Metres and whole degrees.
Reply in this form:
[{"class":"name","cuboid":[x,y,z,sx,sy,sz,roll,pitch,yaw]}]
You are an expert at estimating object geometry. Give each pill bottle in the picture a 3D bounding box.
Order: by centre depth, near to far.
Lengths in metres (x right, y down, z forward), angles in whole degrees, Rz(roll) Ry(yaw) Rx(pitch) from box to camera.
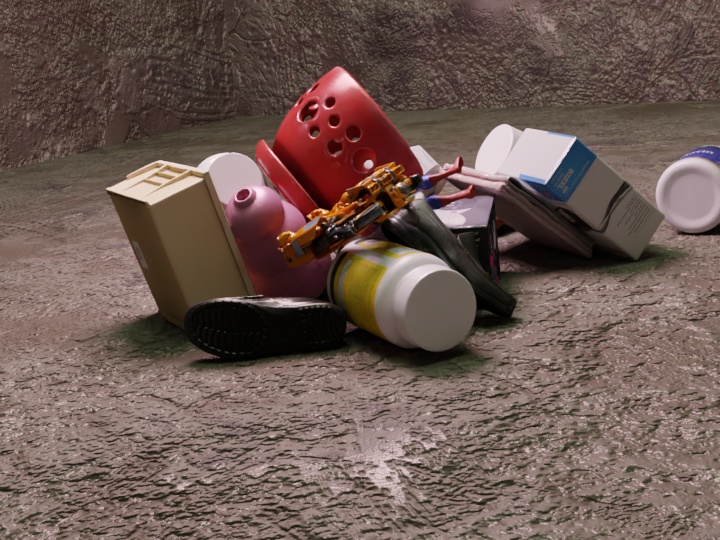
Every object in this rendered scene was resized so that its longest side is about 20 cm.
[{"class":"pill bottle","cuboid":[0.048,0.029,1.399,0.113,0.116,0.200,-12,15,-23]},{"class":"pill bottle","cuboid":[-0.195,-0.096,1.662,0.111,0.114,0.200,-11,-12,-19]},{"class":"pill bottle","cuboid":[0.287,-0.146,1.840,0.199,0.114,0.113,25,1,-24]},{"class":"pill bottle","cuboid":[0.548,-0.135,1.853,0.115,0.117,0.200,1,15,28]}]

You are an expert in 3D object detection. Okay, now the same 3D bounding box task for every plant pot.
[{"class":"plant pot","cuboid":[-0.036,-0.158,1.667,0.182,0.201,0.200,-41,15,2]}]

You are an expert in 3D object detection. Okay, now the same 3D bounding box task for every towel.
[{"class":"towel","cuboid":[0.236,-0.093,1.746,0.199,0.032,0.191,34,-4,-26]}]

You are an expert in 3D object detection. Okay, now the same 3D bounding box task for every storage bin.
[{"class":"storage bin","cuboid":[-0.244,-0.032,1.571,0.093,0.202,0.198,-28,22,-22]}]

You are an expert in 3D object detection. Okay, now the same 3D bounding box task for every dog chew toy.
[{"class":"dog chew toy","cuboid":[-0.117,-0.037,1.562,0.123,0.201,0.125,-12,49,15]}]

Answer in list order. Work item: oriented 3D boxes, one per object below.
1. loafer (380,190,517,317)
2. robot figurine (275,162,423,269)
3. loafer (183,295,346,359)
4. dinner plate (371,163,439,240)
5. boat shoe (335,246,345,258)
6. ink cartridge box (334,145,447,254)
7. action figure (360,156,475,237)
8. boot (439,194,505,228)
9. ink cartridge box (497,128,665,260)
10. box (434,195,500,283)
[{"class":"loafer","cuboid":[0.122,-0.020,1.458,0.072,0.200,0.073,-50,-4,-10]},{"class":"robot figurine","cuboid":[-0.013,-0.070,1.447,0.199,0.058,0.145,-30,7,44]},{"class":"loafer","cuboid":[-0.117,0.067,1.432,0.198,0.074,0.071,2,8,-2]},{"class":"dinner plate","cuboid":[0.064,-0.077,1.773,0.024,0.201,0.200,40,26,8]},{"class":"boat shoe","cuboid":[0.000,0.000,1.626,0.074,0.074,0.200,-7,14,-4]},{"class":"ink cartridge box","cuboid":[0.032,-0.111,1.867,0.084,0.145,0.199,46,33,19]},{"class":"action figure","cuboid":[0.056,-0.100,1.547,0.198,0.066,0.099,-19,19,21]},{"class":"boot","cuboid":[0.176,-0.104,1.989,0.154,0.074,0.200,-15,29,-30]},{"class":"ink cartridge box","cuboid":[0.320,-0.111,1.692,0.199,0.084,0.145,36,-4,-24]},{"class":"box","cuboid":[0.120,-0.028,1.600,0.131,0.116,0.200,-3,13,11]}]
